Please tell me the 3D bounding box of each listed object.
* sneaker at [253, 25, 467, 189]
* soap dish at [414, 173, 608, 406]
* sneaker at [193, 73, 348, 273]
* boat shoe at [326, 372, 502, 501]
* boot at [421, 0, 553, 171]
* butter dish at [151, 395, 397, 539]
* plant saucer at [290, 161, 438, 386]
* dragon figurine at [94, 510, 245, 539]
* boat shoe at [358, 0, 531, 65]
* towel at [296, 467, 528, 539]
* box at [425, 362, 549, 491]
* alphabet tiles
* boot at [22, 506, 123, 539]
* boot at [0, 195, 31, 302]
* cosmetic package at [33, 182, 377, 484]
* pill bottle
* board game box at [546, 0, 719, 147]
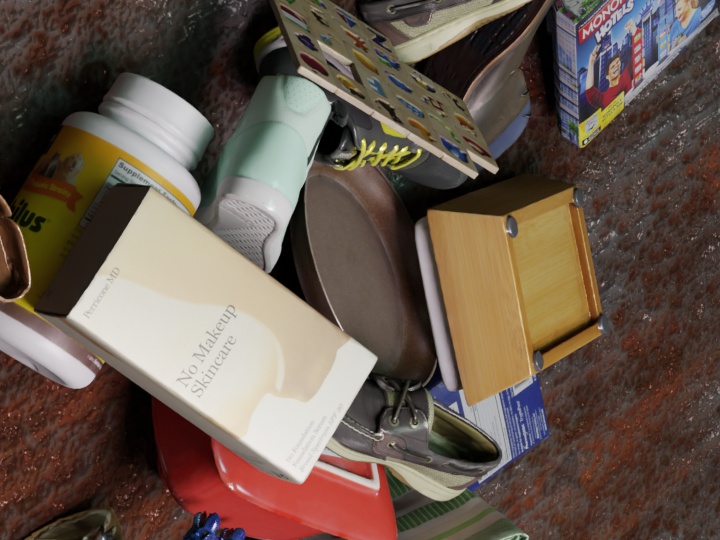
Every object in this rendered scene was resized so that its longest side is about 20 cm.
[{"bbox_3d":[-0.001,-0.101,1.467,0.199,0.074,0.085,28,44,-26],"label":"sneaker"},{"bbox_3d":[0.127,0.010,1.592,0.200,0.081,0.158,-22,102,-61],"label":"soap dish"},{"bbox_3d":[-0.067,-0.071,1.383,0.073,0.200,0.119,26,72,-10],"label":"sneaker"},{"bbox_3d":[0.027,0.106,1.424,0.200,0.066,0.072,33,37,-40],"label":"boat shoe"},{"bbox_3d":[0.105,-0.162,1.576,0.200,0.075,0.097,-50,145,8],"label":"boot"},{"bbox_3d":[-0.088,0.121,1.450,0.200,0.147,0.200,27,40,-45],"label":"butter dish"},{"bbox_3d":[0.000,0.000,1.502,0.200,0.032,0.201,43,37,-44],"label":"plant saucer"},{"bbox_3d":[-0.166,0.239,1.360,0.200,0.099,0.059,-49,126,-19],"label":"dragon figurine"},{"bbox_3d":[0.090,-0.230,1.500,0.199,0.073,0.065,-33,122,8],"label":"boat shoe"},{"bbox_3d":[0.014,0.190,1.497,0.152,0.200,0.024,-22,115,-19],"label":"towel"},{"bbox_3d":[0.076,0.139,1.679,0.200,0.032,0.122,-33,123,-33],"label":"box"},{"bbox_3d":[0.015,-0.141,1.422,0.199,0.168,0.008,29,113,-31],"label":"alphabet tiles"},{"bbox_3d":[-0.168,0.264,1.466,0.175,0.066,0.201,-32,122,-33],"label":"boot"},{"bbox_3d":[-0.283,-0.066,1.186,0.074,0.154,0.200,-49,131,-20],"label":"boot"},{"bbox_3d":[-0.098,0.041,1.272,0.200,0.071,0.106,36,76,-24],"label":"cosmetic package"},{"bbox_3d":[-0.181,-0.030,1.327,0.109,0.109,0.201,41,74,-43],"label":"pill bottle"},{"bbox_3d":[0.220,-0.239,1.633,0.200,0.062,0.200,-43,147,-24],"label":"board game box"}]
